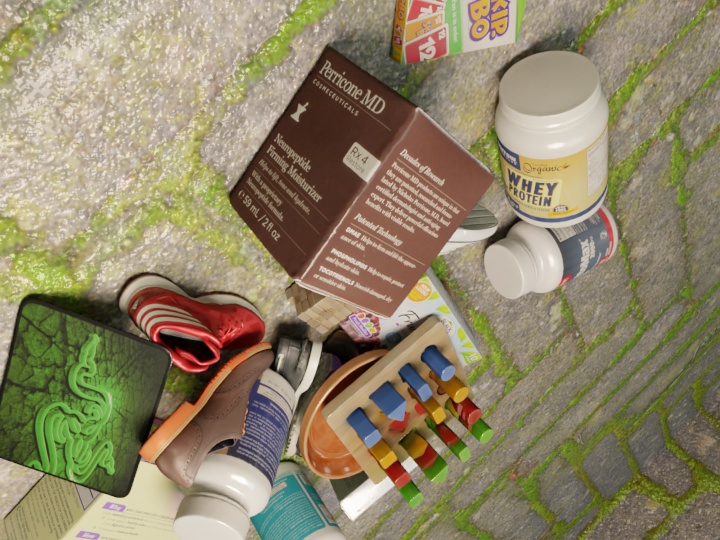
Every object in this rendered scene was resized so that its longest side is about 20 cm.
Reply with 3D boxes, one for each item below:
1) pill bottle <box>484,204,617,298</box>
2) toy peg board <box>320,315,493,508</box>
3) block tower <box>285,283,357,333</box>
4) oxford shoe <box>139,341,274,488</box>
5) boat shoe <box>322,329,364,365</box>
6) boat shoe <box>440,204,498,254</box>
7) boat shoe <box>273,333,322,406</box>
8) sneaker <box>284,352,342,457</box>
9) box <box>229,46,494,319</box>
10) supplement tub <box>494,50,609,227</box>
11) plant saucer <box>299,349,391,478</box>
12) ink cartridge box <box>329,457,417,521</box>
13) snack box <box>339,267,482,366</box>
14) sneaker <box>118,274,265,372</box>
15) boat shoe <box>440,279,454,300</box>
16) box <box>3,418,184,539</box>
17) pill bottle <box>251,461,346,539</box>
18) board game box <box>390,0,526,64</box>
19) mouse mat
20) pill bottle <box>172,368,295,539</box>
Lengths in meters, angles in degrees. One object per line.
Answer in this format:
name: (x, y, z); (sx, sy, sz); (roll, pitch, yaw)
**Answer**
pill bottle: (0.300, -0.033, 1.079); (0.198, 0.120, 0.121); (-24, 137, -24)
toy peg board: (0.081, 0.205, 0.916); (0.199, 0.098, 0.200); (-39, 135, -11)
block tower: (0.000, 0.000, 0.842); (0.199, 0.058, 0.054); (-36, 135, 17)
oxford shoe: (-0.153, 0.158, 0.759); (0.200, 0.072, 0.071); (-46, 178, -42)
boat shoe: (-0.006, 0.165, 1.024); (0.074, 0.075, 0.202); (-55, 144, -43)
boat shoe: (0.094, -0.053, 0.926); (0.197, 0.074, 0.067); (-2, 136, -25)
boat shoe: (-0.106, 0.157, 0.928); (0.059, 0.076, 0.202); (18, 127, -7)
sneaker: (-0.043, 0.201, 0.981); (0.098, 0.070, 0.202); (15, 127, -10)
box: (-0.001, -0.088, 0.725); (0.163, 0.166, 0.201); (24, 106, -48)
supplement tub: (0.255, -0.171, 0.900); (0.144, 0.144, 0.201); (-37, 140, -10)
plant saucer: (-0.002, 0.198, 0.942); (0.198, 0.032, 0.203); (-20, 127, -30)
ink cartridge box: (0.040, 0.304, 1.105); (0.199, 0.041, 0.200); (-39, -177, -8)
snack box: (0.070, 0.081, 0.956); (0.141, 0.053, 0.200); (-27, 131, 14)
sneaker: (-0.168, 0.080, 0.760); (0.199, 0.116, 0.079); (18, 111, -48)
boat shoe: (0.104, 0.108, 1.065); (0.070, 0.070, 0.203); (-29, 130, -30)
box: (-0.297, 0.289, 0.842); (0.200, 0.097, 0.176); (-46, 141, 2)
pill bottle: (-0.093, 0.403, 1.038); (0.110, 0.200, 0.112); (-23, 136, -24)
board game box: (0.124, -0.299, 0.768); (0.198, 0.030, 0.097); (-22, 136, -30)
mouse mat: (-0.293, 0.139, 0.701); (0.159, 0.008, 0.202); (21, 111, -6)
pill bottle: (-0.151, 0.221, 0.806); (0.109, 0.202, 0.112); (6, 133, 7)
